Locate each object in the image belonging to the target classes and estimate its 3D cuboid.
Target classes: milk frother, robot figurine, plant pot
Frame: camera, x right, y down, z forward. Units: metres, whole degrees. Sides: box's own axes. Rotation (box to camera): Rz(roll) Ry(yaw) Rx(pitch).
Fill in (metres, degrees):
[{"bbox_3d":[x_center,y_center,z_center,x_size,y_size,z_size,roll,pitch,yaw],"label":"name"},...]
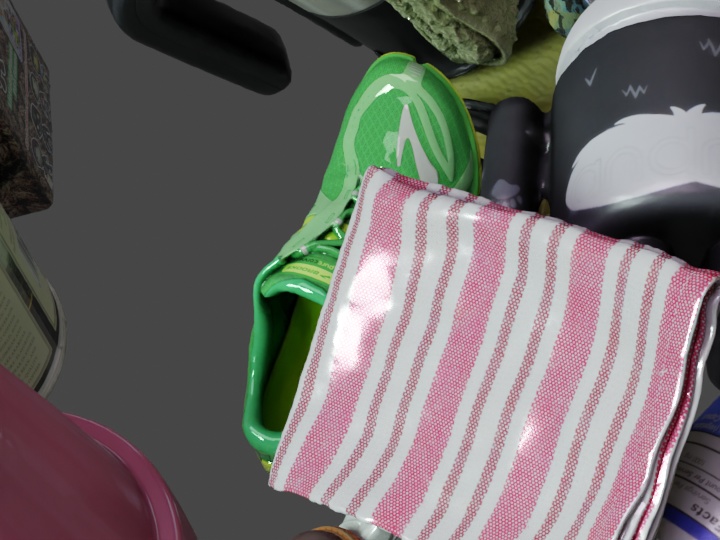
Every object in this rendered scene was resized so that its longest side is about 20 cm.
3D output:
[{"bbox_3d":[-0.007,-0.130,1.340,0.181,0.188,0.200,-52,47,13],"label":"milk frother"},{"bbox_3d":[0.146,-0.041,1.266,0.125,0.150,0.200,-39,36,42],"label":"robot figurine"},{"bbox_3d":[-0.183,0.120,1.215,0.200,0.179,0.200,-10,51,13],"label":"plant pot"}]

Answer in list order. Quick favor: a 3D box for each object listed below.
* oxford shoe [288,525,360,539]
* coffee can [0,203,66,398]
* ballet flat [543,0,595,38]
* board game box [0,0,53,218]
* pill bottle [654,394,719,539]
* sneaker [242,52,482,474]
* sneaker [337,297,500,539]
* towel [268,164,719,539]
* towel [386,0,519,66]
[{"bbox_3d":[-0.069,0.184,1.163,0.071,0.073,0.200,35,87,37],"label":"oxford shoe"},{"bbox_3d":[-0.238,-0.011,1.322,0.146,0.200,0.146,-10,50,12],"label":"coffee can"},{"bbox_3d":[0.159,-0.157,1.324,0.200,0.074,0.074,-18,46,32],"label":"ballet flat"},{"bbox_3d":[-0.260,-0.107,1.405,0.159,0.200,0.097,-15,50,8],"label":"board game box"},{"bbox_3d":[0.162,0.112,1.144,0.200,0.112,0.112,-45,53,-14],"label":"pill bottle"},{"bbox_3d":[0.000,0.000,1.267,0.074,0.084,0.200,17,88,15],"label":"sneaker"},{"bbox_3d":[0.039,0.063,1.225,0.200,0.078,0.099,-61,31,11],"label":"sneaker"},{"bbox_3d":[0.048,0.046,1.134,0.200,0.030,0.146,19,93,43],"label":"towel"},{"bbox_3d":[0.010,-0.192,1.265,0.036,0.200,0.148,-14,56,38],"label":"towel"}]
